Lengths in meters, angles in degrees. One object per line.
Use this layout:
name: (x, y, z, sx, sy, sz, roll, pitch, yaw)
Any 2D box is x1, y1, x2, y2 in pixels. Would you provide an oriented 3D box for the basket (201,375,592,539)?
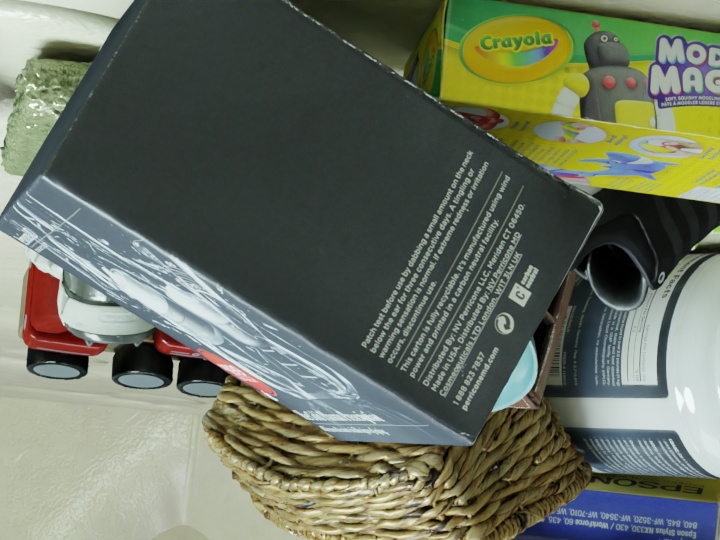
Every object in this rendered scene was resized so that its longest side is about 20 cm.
basket: (0.019, 0.122, 1.276, 0.199, 0.143, 0.149, 7, 143, 40)

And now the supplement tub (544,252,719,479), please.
supplement tub: (0.203, 0.060, 1.291, 0.140, 0.142, 0.199, 13, 169, -42)

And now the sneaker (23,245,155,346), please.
sneaker: (-0.154, -0.032, 1.182, 0.066, 0.091, 0.200, 0, -160, -18)

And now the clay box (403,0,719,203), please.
clay box: (0.094, -0.068, 0.831, 0.198, 0.048, 0.115, 9, 171, -7)

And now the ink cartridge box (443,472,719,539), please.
ink cartridge box: (0.144, 0.152, 1.365, 0.196, 0.047, 0.200, 5, -175, 13)

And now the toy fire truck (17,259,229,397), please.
toy fire truck: (-0.146, 0.029, 1.457, 0.174, 0.130, 0.200, 9, 159, -15)

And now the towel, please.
towel: (-0.105, -0.067, 1.016, 0.147, 0.037, 0.200, 8, 172, -9)

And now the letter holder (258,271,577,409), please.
letter holder: (0.000, 0.000, 1.170, 0.199, 0.101, 0.142, 0, 149, 36)

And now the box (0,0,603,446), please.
box: (-0.035, -0.021, 0.803, 0.181, 0.105, 0.200, 33, 169, -10)

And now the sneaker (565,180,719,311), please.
sneaker: (0.125, -0.022, 0.969, 0.071, 0.084, 0.199, -1, 175, 41)

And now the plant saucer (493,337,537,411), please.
plant saucer: (-0.001, 0.014, 1.055, 0.198, 0.028, 0.201, 17, 152, 9)
